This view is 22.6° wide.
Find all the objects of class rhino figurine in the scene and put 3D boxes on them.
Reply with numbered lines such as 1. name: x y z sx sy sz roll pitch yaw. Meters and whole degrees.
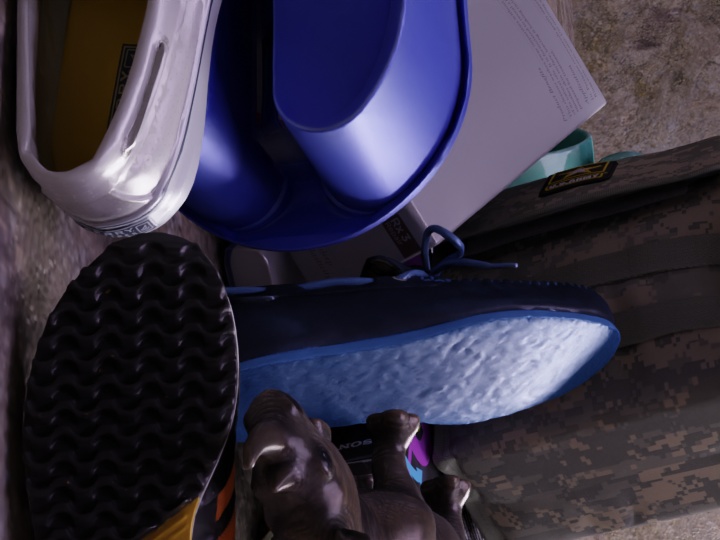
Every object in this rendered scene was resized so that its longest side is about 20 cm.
1. rhino figurine: 0.000 0.095 0.645 0.200 0.060 0.088 50 30 -61

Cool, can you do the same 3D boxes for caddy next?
1. caddy: -0.032 -0.109 0.699 0.105 0.141 0.200 38 48 -68

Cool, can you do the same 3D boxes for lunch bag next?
1. lunch bag: 0.121 0.017 0.873 0.118 0.164 0.200 59 22 -44

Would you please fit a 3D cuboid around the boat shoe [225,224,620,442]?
1. boat shoe: 0.014 0.018 0.745 0.084 0.200 0.069 -65 -145 40

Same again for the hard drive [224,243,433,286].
1. hard drive: 0.000 0.000 0.933 0.200 0.025 0.132 -48 134 -50

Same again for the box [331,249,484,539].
1. box: 0.027 0.092 0.851 0.200 0.036 0.143 -77 151 -61

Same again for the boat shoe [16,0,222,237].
1. boat shoe: -0.090 -0.118 0.614 0.086 0.074 0.202 41 54 -70

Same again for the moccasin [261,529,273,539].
1. moccasin: -0.034 0.146 0.740 0.201 0.074 0.078 38 33 -70

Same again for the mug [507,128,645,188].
1. mug: 0.086 -0.024 1.146 0.185 0.152 0.115 14 -67 55

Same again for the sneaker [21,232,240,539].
1. sneaker: -0.074 0.091 0.609 0.090 0.070 0.200 99 -11 -74

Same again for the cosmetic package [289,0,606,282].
1. cosmetic package: 0.028 -0.080 0.882 0.200 0.081 0.113 -35 96 -50
